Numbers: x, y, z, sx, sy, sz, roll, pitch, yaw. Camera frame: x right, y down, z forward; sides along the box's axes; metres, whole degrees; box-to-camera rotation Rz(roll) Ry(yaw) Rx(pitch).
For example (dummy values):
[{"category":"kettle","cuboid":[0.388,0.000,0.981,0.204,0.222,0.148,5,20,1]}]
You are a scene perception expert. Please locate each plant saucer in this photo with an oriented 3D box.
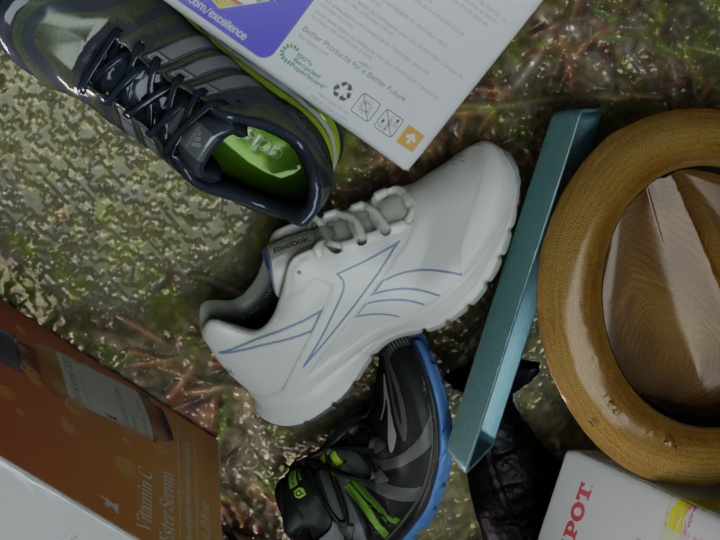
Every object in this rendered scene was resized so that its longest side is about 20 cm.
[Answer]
[{"category":"plant saucer","cuboid":[0.087,0.007,0.866,0.019,0.070,0.202,20,102,14]}]

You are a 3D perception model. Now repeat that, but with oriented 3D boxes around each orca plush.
[{"category":"orca plush","cuboid":[0.113,0.146,0.946,0.104,0.071,0.202,-11,116,-2]}]

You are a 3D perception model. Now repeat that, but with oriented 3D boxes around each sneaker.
[{"category":"sneaker","cuboid":[-0.003,0.124,0.920,0.082,0.071,0.201,12,116,-20]},{"category":"sneaker","cuboid":[0.000,0.000,0.855,0.200,0.075,0.087,-41,123,11]},{"category":"sneaker","cuboid":[-0.090,-0.087,0.802,0.198,0.081,0.074,26,108,-19]}]

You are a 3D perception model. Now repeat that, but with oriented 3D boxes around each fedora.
[{"category":"fedora","cuboid":[0.175,0.012,0.873,0.198,0.082,0.203,-1,97,-12]}]

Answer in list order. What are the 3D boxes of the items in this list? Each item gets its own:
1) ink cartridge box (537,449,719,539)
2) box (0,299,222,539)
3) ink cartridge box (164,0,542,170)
[{"category":"ink cartridge box","cuboid":[0.202,0.202,0.879,0.144,0.199,0.147,13,98,-49]},{"category":"box","cuboid":[-0.179,0.114,0.847,0.199,0.153,0.107,36,107,-22]},{"category":"ink cartridge box","cuboid":[0.008,-0.181,0.793,0.197,0.044,0.200,33,109,-21]}]
